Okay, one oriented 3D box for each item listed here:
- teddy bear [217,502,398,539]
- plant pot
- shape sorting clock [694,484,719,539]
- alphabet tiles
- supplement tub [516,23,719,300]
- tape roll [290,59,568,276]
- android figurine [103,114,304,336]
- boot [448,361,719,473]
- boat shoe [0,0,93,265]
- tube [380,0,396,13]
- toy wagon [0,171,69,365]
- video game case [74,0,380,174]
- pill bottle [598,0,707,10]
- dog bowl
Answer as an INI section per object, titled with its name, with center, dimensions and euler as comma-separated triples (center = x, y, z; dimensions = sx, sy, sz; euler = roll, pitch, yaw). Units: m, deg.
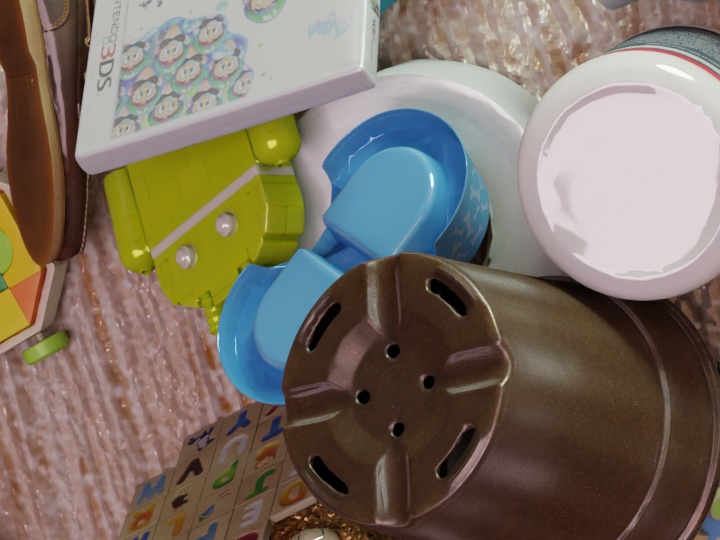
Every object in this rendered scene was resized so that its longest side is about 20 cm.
[teddy bear]
center = -0.025, 0.152, 1.715
dimensions = 0.144, 0.200, 0.067
euler = 1, 125, 17
[plant pot]
center = 0.073, 0.081, 1.543
dimensions = 0.200, 0.198, 0.201
euler = -10, 72, 34
[shape sorting clock]
center = 0.225, 0.196, 1.655
dimensions = 0.039, 0.200, 0.200
euler = 48, 119, 50
[alphabet tiles]
center = -0.088, 0.141, 1.733
dimensions = 0.166, 0.200, 0.006
euler = -27, 113, 21
[supplement tub]
center = 0.179, -0.068, 1.596
dimensions = 0.140, 0.200, 0.141
euler = 4, 103, 18
[tape roll]
center = 0.042, -0.029, 1.719
dimensions = 0.202, 0.071, 0.203
euler = 4, 102, 17
[android figurine]
center = -0.097, -0.059, 1.725
dimensions = 0.182, 0.041, 0.201
euler = -34, 63, 44
[boot]
center = 0.133, 0.091, 1.674
dimensions = 0.199, 0.138, 0.078
euler = -4, 56, 10
[boat shoe]
center = -0.192, -0.106, 1.780
dimensions = 0.070, 0.070, 0.201
euler = 12, 109, 55
[tube]
center = 0.050, -0.226, 1.691
dimensions = 0.200, 0.050, 0.078
euler = -40, 82, 18
[toy wagon]
center = -0.292, 0.015, 1.855
dimensions = 0.200, 0.040, 0.156
euler = -29, 91, 21
[video game case]
center = -0.078, -0.158, 1.680
dimensions = 0.199, 0.182, 0.024
euler = -15, 139, 23
[pill bottle]
center = 0.224, -0.220, 1.601
dimensions = 0.199, 0.104, 0.105
euler = -21, 94, 21
[dog bowl]
center = 0.000, 0.000, 1.635
dimensions = 0.111, 0.050, 0.200
euler = 35, 88, 42
